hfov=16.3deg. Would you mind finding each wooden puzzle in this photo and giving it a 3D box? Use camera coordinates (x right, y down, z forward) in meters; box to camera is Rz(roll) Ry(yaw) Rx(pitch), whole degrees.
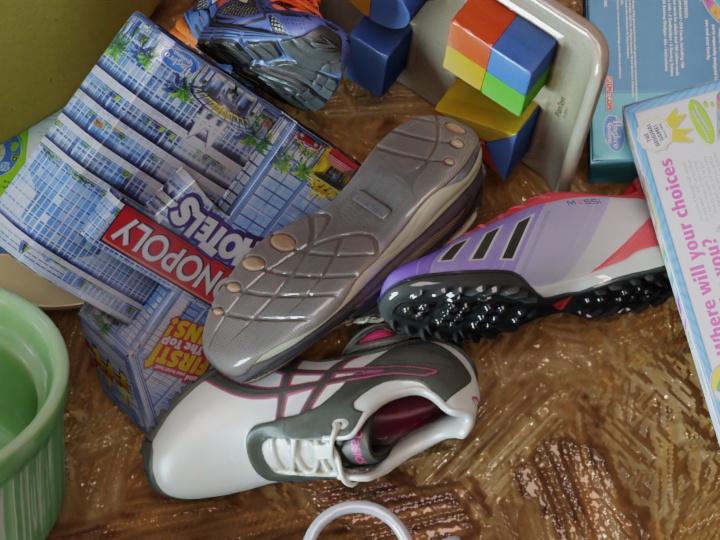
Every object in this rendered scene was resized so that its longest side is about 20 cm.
[{"bbox_3d":[0.045,-0.128,1.429,0.200,0.185,0.046,38,71,12],"label":"wooden puzzle"}]

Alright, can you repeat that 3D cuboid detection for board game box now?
[{"bbox_3d":[0.238,-0.015,1.411,0.134,0.034,0.200,-15,73,3],"label":"board game box"},{"bbox_3d":[0.232,-0.131,1.490,0.200,0.047,0.151,-1,77,3],"label":"board game box"},{"bbox_3d":[-0.107,-0.014,1.430,0.200,0.200,0.062,-55,46,3],"label":"board game box"}]

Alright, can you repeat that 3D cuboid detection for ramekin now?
[{"bbox_3d":[-0.257,0.097,1.395,0.200,0.098,0.200,-1,36,1],"label":"ramekin"}]

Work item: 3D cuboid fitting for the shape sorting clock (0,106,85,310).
[{"bbox_3d":[-0.181,-0.070,1.505,0.200,0.039,0.200,0,66,-1],"label":"shape sorting clock"}]

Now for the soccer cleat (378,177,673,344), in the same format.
[{"bbox_3d":[0.093,-0.008,1.437,0.200,0.068,0.073,-8,64,-26],"label":"soccer cleat"}]

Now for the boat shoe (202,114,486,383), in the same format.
[{"bbox_3d":[0.000,0.000,1.429,0.200,0.073,0.074,-40,47,-10],"label":"boat shoe"}]

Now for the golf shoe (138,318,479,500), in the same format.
[{"bbox_3d":[-0.029,0.086,1.426,0.200,0.088,0.077,-21,117,1],"label":"golf shoe"}]

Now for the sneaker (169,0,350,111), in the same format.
[{"bbox_3d":[-0.054,-0.146,1.436,0.075,0.200,0.078,30,88,-25],"label":"sneaker"}]

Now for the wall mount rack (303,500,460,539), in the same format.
[{"bbox_3d":[-0.001,0.238,1.411,0.174,0.075,0.200,-21,77,-5],"label":"wall mount rack"}]

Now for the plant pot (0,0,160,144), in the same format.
[{"bbox_3d":[-0.216,-0.204,1.453,0.200,0.194,0.196,-26,60,-27],"label":"plant pot"}]
